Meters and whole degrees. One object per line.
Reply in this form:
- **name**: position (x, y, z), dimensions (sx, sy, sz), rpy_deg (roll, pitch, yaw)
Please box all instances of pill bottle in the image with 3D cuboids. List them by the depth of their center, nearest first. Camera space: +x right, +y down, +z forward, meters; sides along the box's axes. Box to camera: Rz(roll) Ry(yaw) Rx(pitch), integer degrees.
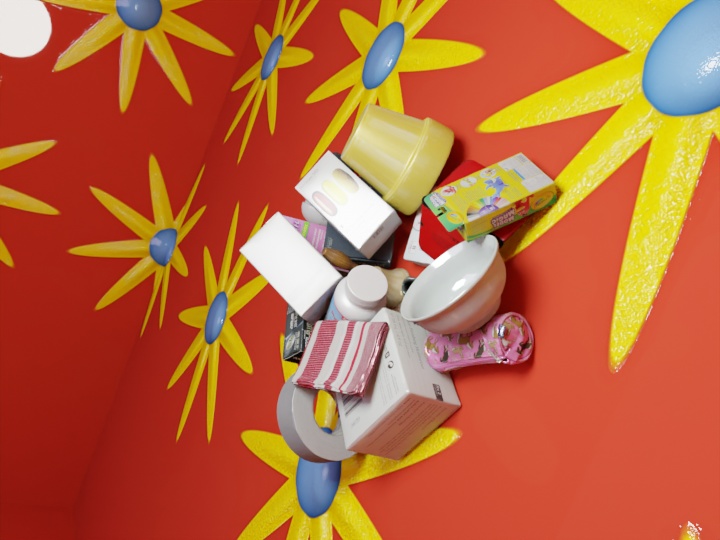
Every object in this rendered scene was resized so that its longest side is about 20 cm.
- **pill bottle**: position (-0.009, 0.077, 1.258), dimensions (0.201, 0.108, 0.110), rpy_deg (113, 158, -54)

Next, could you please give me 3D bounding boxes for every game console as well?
- **game console**: position (0.216, -0.083, 1.151), dimensions (0.200, 0.118, 0.174), rpy_deg (42, 141, 42)

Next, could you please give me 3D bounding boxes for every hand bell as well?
- **hand bell**: position (0.000, 0.000, 1.303), dimensions (0.104, 0.199, 0.105), rpy_deg (-36, 38, 34)

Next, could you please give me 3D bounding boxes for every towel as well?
- **towel**: position (-0.043, 0.159, 1.163), dimensions (0.199, 0.023, 0.145), rpy_deg (-3, 58, 46)

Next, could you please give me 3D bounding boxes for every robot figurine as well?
- **robot figurine**: position (-0.077, -0.208, 1.629), dimensions (0.124, 0.150, 0.202), rpy_deg (26, 96, 29)

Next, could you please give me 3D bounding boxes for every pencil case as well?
- **pencil case**: position (0.196, 0.127, 1.050), dimensions (0.199, 0.086, 0.084), rpy_deg (-20, 80, 53)

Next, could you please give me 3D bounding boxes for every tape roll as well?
- **tape roll**: position (-0.071, 0.292, 1.272), dimensions (0.066, 0.199, 0.202), rpy_deg (-26, 53, 48)

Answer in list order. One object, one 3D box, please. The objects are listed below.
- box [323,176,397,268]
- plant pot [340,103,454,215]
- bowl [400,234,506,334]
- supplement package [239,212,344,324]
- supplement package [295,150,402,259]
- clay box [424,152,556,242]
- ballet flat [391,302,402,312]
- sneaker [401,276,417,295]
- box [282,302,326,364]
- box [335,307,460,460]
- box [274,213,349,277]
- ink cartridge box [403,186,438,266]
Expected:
- **box**: position (0.004, -0.113, 1.399), dimensions (0.051, 0.156, 0.202), rpy_deg (82, -164, -73)
- **plant pot**: position (0.068, -0.248, 1.293), dimensions (0.202, 0.188, 0.201), rpy_deg (-60, 11, 18)
- **bowl**: position (0.170, 0.040, 1.025), dimensions (0.201, 0.090, 0.201), rpy_deg (-39, 15, 12)
- **supplement package**: position (-0.137, -0.003, 1.306), dimensions (0.120, 0.121, 0.200), rpy_deg (-45, 75, -3)
- **supplement package**: position (-0.025, -0.139, 1.316), dimensions (0.200, 0.110, 0.114), rpy_deg (43, 91, 16)
- **clay box**: position (0.221, -0.123, 1.060), dimensions (0.198, 0.048, 0.115), rpy_deg (-24, 42, -4)
- **ballet flat**: position (0.052, 0.140, 1.271), dimensions (0.068, 0.067, 0.201), rpy_deg (53, 126, 35)
- **sneaker**: position (0.146, 0.058, 1.163), dimensions (0.200, 0.084, 0.075), rpy_deg (16, 89, 61)
- **box**: position (-0.083, 0.120, 1.420), dimensions (0.086, 0.163, 0.202), rpy_deg (-29, 51, 48)
- **box**: position (0.059, 0.218, 1.172), dimensions (0.200, 0.130, 0.200), rpy_deg (-50, 37, 30)
- **box**: position (-0.127, -0.047, 1.494), dimensions (0.176, 0.198, 0.098), rpy_deg (133, 149, -75)
- **ink cartridge box**: position (0.177, -0.085, 1.228), dimensions (0.200, 0.057, 0.164), rpy_deg (12, 84, 64)
